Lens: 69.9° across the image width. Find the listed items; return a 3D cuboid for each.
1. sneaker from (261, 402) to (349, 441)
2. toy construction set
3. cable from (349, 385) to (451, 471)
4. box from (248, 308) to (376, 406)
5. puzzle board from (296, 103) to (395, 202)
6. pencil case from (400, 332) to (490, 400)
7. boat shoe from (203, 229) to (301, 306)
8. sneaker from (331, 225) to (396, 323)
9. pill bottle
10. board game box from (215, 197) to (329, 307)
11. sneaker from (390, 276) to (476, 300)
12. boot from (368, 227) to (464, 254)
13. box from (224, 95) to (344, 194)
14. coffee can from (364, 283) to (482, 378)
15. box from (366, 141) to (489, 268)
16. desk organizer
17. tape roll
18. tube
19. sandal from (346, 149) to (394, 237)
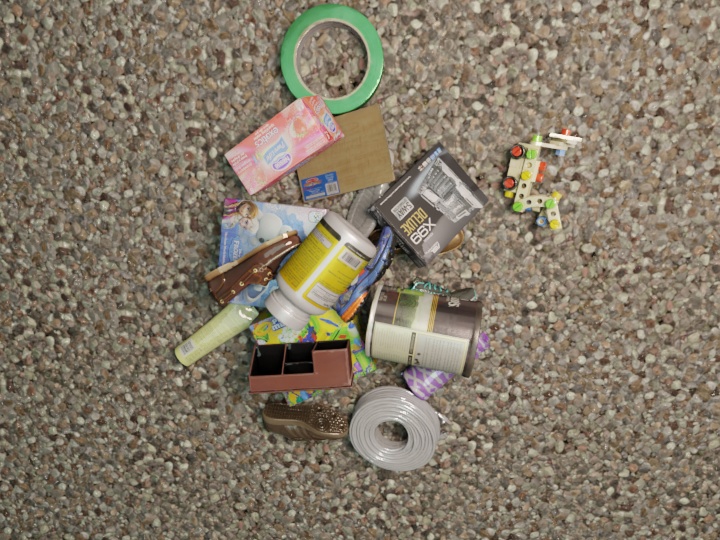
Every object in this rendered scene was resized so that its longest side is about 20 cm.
[{"bbox_3d":[-0.123,0.349,1.163,0.199,0.071,0.076,11,128,9],"label":"sneaker"},{"bbox_3d":[0.356,-0.188,1.015,0.131,0.092,0.200,18,95,24],"label":"toy construction set"},{"bbox_3d":[0.073,0.351,1.133,0.200,0.069,0.200,41,114,-4],"label":"cable"},{"bbox_3d":[-0.093,0.145,1.086,0.200,0.122,0.193,-23,99,7],"label":"box"},{"bbox_3d":[-0.039,-0.231,1.031,0.200,0.017,0.151,-11,94,21],"label":"puzzle board"},{"bbox_3d":[0.183,0.196,1.108,0.200,0.084,0.085,-42,135,12],"label":"pencil case"},{"bbox_3d":[-0.187,-0.002,0.935,0.200,0.070,0.070,-29,86,15],"label":"boat shoe"},{"bbox_3d":[0.000,0.000,0.964,0.078,0.075,0.200,34,97,8],"label":"sneaker"},{"bbox_3d":[-0.074,0.004,0.905,0.112,0.112,0.200,40,98,-6],"label":"pill bottle"},{"bbox_3d":[-0.169,-0.029,0.987,0.198,0.043,0.201,6,96,4],"label":"board game box"},{"bbox_3d":[0.142,0.054,1.085,0.200,0.078,0.091,-13,97,3],"label":"sneaker"},{"bbox_3d":[0.117,-0.058,1.061,0.199,0.075,0.074,-4,100,2],"label":"boot"},{"bbox_3d":[-0.146,-0.241,0.994,0.200,0.103,0.095,-28,99,25],"label":"box"},{"bbox_3d":[0.121,0.114,0.988,0.199,0.146,0.147,10,102,9],"label":"coffee can"},{"bbox_3d":[0.135,-0.129,1.017,0.200,0.050,0.158,-44,97,-18],"label":"box"},{"bbox_3d":[-0.115,0.185,0.998,0.199,0.072,0.077,-4,99,4],"label":"desk organizer"},{"bbox_3d":[-0.054,-0.409,1.010,0.200,0.048,0.201,1,101,3],"label":"tape roll"},{"bbox_3d":[-0.315,0.135,1.135,0.200,0.052,0.058,-37,139,5],"label":"tube"},{"bbox_3d":[0.031,-0.149,1.056,0.050,0.082,0.203,11,104,-44],"label":"sandal"}]
